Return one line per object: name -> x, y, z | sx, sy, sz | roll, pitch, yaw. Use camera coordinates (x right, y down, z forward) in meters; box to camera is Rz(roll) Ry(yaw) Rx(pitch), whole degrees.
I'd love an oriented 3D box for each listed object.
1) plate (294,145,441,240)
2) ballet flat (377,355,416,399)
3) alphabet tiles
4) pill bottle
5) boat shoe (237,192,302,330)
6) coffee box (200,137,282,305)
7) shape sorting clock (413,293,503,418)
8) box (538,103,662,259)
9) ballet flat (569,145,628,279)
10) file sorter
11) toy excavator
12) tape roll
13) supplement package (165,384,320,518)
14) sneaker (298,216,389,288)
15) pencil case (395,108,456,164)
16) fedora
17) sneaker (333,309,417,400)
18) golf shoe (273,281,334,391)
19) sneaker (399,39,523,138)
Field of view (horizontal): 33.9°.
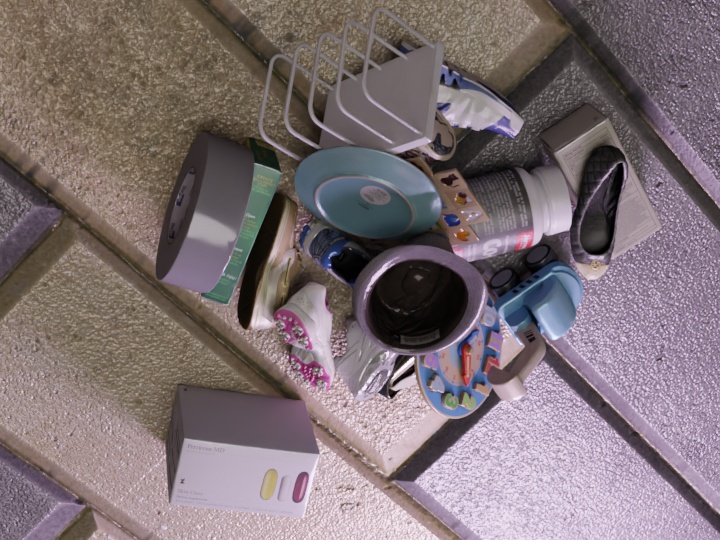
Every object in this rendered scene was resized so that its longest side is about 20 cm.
plate -> 0.007, -0.090, 1.535 | 0.198, 0.026, 0.201 | 11, 149, 7
ballet flat -> 0.098, 0.119, 1.762 | 0.200, 0.069, 0.068 | -44, 139, 10
alphabet tiles -> 0.064, -0.082, 1.561 | 0.198, 0.006, 0.167 | -10, 136, 34
pill bottle -> 0.191, -0.080, 1.671 | 0.197, 0.114, 0.115 | -14, 116, -6
boat shoe -> -0.119, -0.011, 1.663 | 0.066, 0.074, 0.202 | 6, 112, -32
coffee box -> -0.165, -0.069, 1.595 | 0.044, 0.123, 0.202 | 19, 110, -16
shape sorting clock -> 0.147, 0.114, 1.718 | 0.199, 0.039, 0.203 | -8, 100, -50
box -> 0.346, -0.128, 1.704 | 0.094, 0.078, 0.201 | -31, 116, 3
ballet flat -> 0.332, -0.076, 1.649 | 0.066, 0.057, 0.202 | -2, 116, -8
file sorter -> -0.014, -0.222, 1.480 | 0.199, 0.140, 0.124 | -14, 148, 43
toy excavator -> 0.248, 0.078, 1.706 | 0.193, 0.200, 0.100 | -35, 116, 4
tape roll -> -0.204, -0.075, 1.537 | 0.065, 0.201, 0.202 | 17, 109, -19
supplement package -> -0.175, 0.261, 1.717 | 0.197, 0.156, 0.112 | 9, 111, -15
sneaker -> 0.000, 0.000, 1.664 | 0.199, 0.085, 0.077 | 25, 107, -40
pencil case -> 0.034, -0.152, 1.550 | 0.199, 0.089, 0.078 | -22, 102, 42
fedora -> 0.079, 0.019, 1.590 | 0.175, 0.091, 0.201 | 17, 128, -8
sneaker -> 0.027, 0.086, 1.722 | 0.201, 0.099, 0.078 | -52, 156, 6
golf shoe -> -0.063, 0.097, 1.706 | 0.092, 0.075, 0.201 | -56, 154, -29
sneaker -> 0.114, -0.221, 1.619 | 0.198, 0.081, 0.116 | 27, 109, -15
